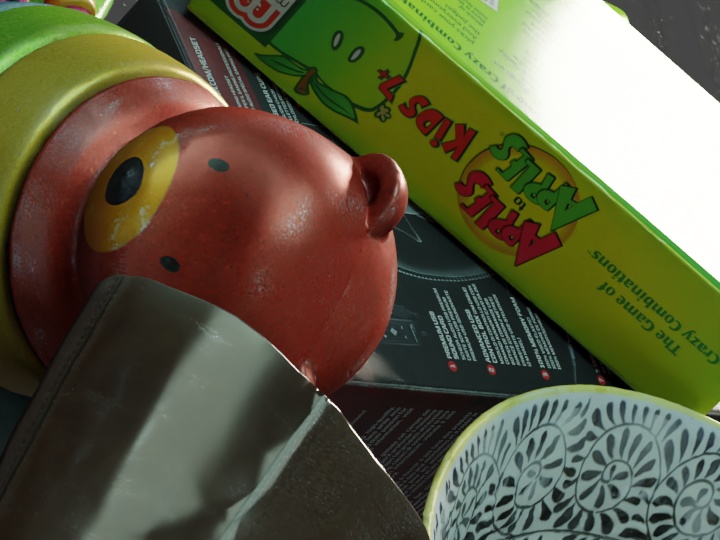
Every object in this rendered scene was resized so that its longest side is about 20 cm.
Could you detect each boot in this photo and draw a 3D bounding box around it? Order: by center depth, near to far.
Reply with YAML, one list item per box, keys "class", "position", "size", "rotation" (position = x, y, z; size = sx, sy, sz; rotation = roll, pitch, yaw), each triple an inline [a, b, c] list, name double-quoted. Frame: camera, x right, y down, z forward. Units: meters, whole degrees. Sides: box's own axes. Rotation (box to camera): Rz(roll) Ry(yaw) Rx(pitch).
- class: "boot"
  position: [-0.025, 0.118, 0.568]
  size: [0.186, 0.064, 0.200]
  rotation: [43, 53, -13]

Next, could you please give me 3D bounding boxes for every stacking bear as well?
- class: "stacking bear"
  position: [-0.074, -0.015, 0.706]
  size: [0.114, 0.200, 0.122]
  rotation: [45, 71, -42]

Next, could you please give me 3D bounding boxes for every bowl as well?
- class: "bowl"
  position: [0.078, 0.141, 0.772]
  size: [0.200, 0.094, 0.201]
  rotation: [23, 40, -21]

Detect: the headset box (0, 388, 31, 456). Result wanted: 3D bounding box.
- class: "headset box"
  position: [-0.075, 0.128, 0.655]
  size: [0.199, 0.093, 0.175]
  rotation: [19, 43, -27]

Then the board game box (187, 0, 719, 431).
- class: "board game box"
  position: [0.050, -0.051, 0.847]
  size: [0.200, 0.048, 0.102]
  rotation: [40, 33, -6]

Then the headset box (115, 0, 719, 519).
- class: "headset box"
  position: [0.000, 0.000, 0.849]
  size: [0.200, 0.077, 0.149]
  rotation: [5, 49, -43]

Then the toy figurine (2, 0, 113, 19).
- class: "toy figurine"
  position: [-0.100, -0.162, 0.851]
  size: [0.150, 0.184, 0.200]
  rotation: [14, 45, -30]

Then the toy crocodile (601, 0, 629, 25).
- class: "toy crocodile"
  position: [0.056, -0.116, 1.048]
  size: [0.067, 0.062, 0.200]
  rotation: [19, 47, -26]
